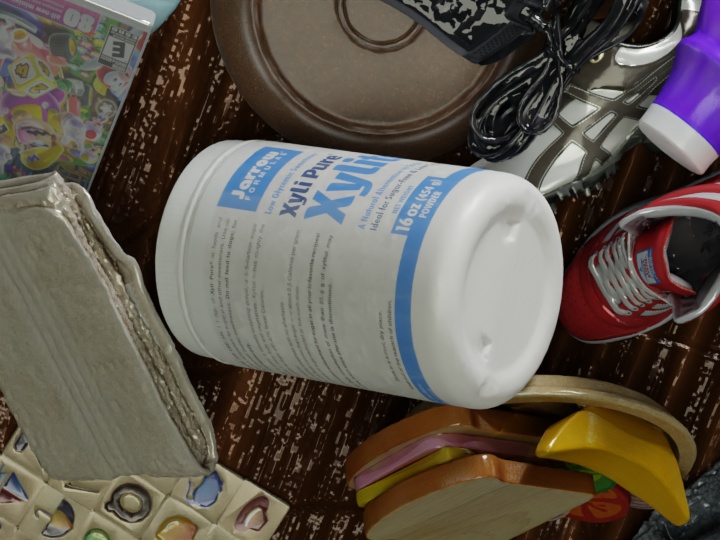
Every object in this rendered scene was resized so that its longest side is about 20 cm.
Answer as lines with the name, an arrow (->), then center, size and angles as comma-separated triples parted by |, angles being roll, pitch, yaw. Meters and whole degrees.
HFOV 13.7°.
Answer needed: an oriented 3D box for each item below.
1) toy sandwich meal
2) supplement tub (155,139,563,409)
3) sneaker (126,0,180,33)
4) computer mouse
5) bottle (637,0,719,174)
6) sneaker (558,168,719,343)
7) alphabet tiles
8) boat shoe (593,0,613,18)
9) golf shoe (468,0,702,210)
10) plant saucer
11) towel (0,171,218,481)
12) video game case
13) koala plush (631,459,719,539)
toy sandwich meal -> 0.097, 0.122, 1.721 | 0.204, 0.205, 0.071 | 1, 64, -1
supplement tub -> 0.000, 0.000, 1.667 | 0.199, 0.132, 0.133 | 9, 107, 33
sneaker -> -0.176, -0.214, 1.690 | 0.082, 0.074, 0.200 | -43, 111, 4
computer mouse -> 0.050, -0.169, 1.672 | 0.200, 0.053, 0.139 | 40, 109, -3
bottle -> 0.233, -0.145, 1.665 | 0.065, 0.083, 0.200 | 40, 86, -36
sneaker -> 0.161, 0.000, 1.687 | 0.200, 0.112, 0.071 | -35, 88, 41
alphabet tiles -> -0.142, 0.176, 1.817 | 0.199, 0.006, 0.167 | 32, 101, -8
boat shoe -> 0.187, -0.228, 1.692 | 0.199, 0.070, 0.071 | -34, 62, 1
golf shoe -> 0.126, -0.092, 1.726 | 0.199, 0.078, 0.095 | -24, 98, -5
plant saucer -> 0.012, -0.156, 1.724 | 0.199, 0.035, 0.202 | 0, 104, 0
towel -> -0.170, 0.035, 1.719 | 0.132, 0.034, 0.201 | -4, 119, 40
video game case -> -0.214, -0.089, 1.709 | 0.142, 0.018, 0.201 | 21, 123, -6
koala plush -> 0.227, 0.222, 1.736 | 0.183, 0.200, 0.178 | -32, 103, 7
